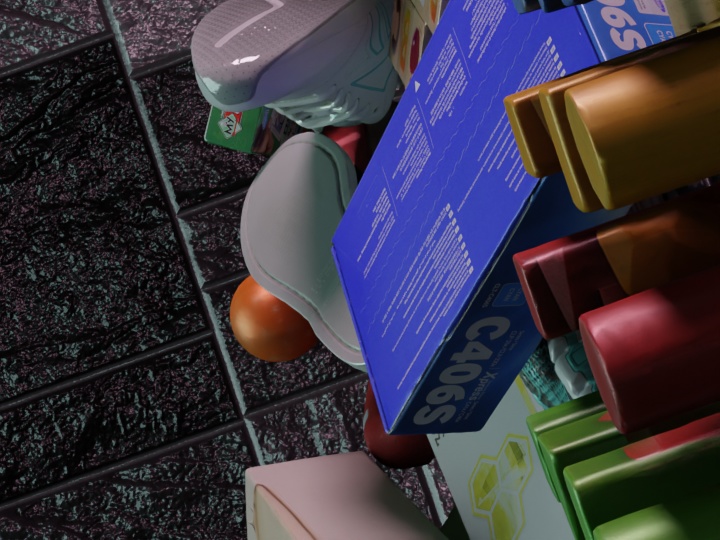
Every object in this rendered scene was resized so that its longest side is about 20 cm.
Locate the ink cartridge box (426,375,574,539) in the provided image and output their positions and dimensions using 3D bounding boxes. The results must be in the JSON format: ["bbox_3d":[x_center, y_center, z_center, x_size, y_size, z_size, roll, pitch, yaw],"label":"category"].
[{"bbox_3d":[0.069,0.125,0.822,0.200,0.048,0.146,-60,33,31],"label":"ink cartridge box"}]

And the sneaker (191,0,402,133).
[{"bbox_3d":[-0.014,-0.098,0.819,0.200,0.070,0.081,-44,-50,-61],"label":"sneaker"}]

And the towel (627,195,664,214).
[{"bbox_3d":[0.136,0.038,0.819,0.200,0.032,0.192,70,-179,-71],"label":"towel"}]

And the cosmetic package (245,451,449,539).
[{"bbox_3d":[0.000,0.168,0.883,0.200,0.073,0.104,-150,55,-71],"label":"cosmetic package"}]

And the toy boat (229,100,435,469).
[{"bbox_3d":[-0.006,0.015,0.962,0.131,0.130,0.201,-94,-12,-66],"label":"toy boat"}]

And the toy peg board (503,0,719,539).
[{"bbox_3d":[0.074,-0.018,0.416,0.200,0.098,0.200,-104,-5,-84],"label":"toy peg board"}]

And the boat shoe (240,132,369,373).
[{"bbox_3d":[0.000,0.000,0.820,0.060,0.076,0.200,31,-164,-31],"label":"boat shoe"}]

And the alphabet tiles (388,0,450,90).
[{"bbox_3d":[0.029,-0.173,0.708,0.166,0.006,0.201,-106,21,-70],"label":"alphabet tiles"}]

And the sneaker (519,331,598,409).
[{"bbox_3d":[0.100,0.031,0.698,0.200,0.077,0.091,-121,11,-53],"label":"sneaker"}]

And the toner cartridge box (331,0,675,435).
[{"bbox_3d":[0.049,-0.035,0.634,0.200,0.043,0.095,118,143,-46],"label":"toner cartridge box"}]

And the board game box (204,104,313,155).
[{"bbox_3d":[-0.024,-0.158,0.939,0.135,0.029,0.201,-2,-73,-75],"label":"board game box"}]
